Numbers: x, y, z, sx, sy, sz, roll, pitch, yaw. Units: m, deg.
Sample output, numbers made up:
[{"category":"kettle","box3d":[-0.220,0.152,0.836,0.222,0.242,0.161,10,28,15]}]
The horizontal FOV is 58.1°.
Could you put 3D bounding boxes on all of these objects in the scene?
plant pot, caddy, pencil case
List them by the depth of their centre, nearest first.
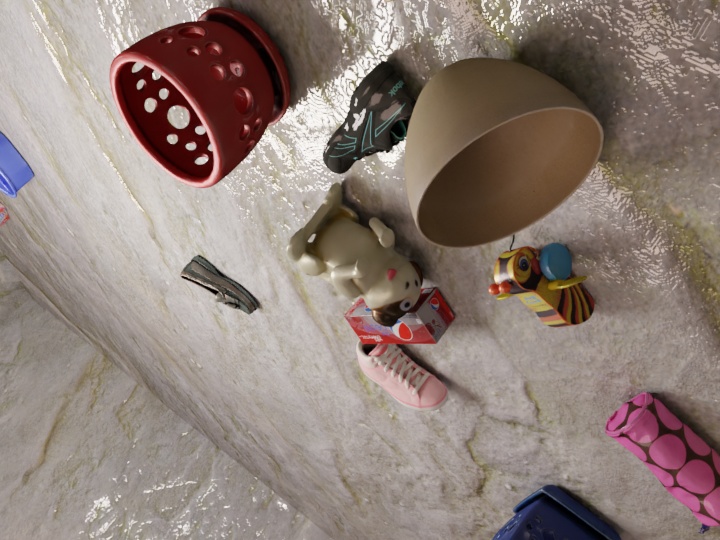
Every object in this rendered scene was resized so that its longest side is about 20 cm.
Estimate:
[{"category":"plant pot","box3d":[0.126,-0.137,0.668,0.201,0.198,0.136,101,152,-56]},{"category":"plant pot","box3d":[-0.206,-0.245,0.886,0.199,0.183,0.202,30,148,21]},{"category":"pencil case","box3d":[0.428,0.259,0.889,0.200,0.091,0.094,45,163,-1]},{"category":"plant pot","box3d":[0.356,0.530,1.213,0.199,0.180,0.201,35,149,13]},{"category":"caddy","box3d":[-1.033,-0.301,1.840,0.140,0.105,0.201,2,131,46]}]

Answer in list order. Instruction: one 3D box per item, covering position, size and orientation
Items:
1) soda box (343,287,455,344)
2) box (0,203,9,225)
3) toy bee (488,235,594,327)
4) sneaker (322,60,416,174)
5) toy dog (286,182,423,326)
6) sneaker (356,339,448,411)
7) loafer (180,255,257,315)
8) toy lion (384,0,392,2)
[{"category":"soda box","box3d":[0.062,0.080,1.101,0.199,0.063,0.070,-7,124,53]},{"category":"box","box3d":[-1.374,-0.237,2.318,0.199,0.103,0.095,38,150,4]},{"category":"toy bee","box3d":[0.204,0.010,0.809,0.199,0.109,0.131,40,151,4]},{"category":"sneaker","box3d":[0.010,-0.174,0.834,0.079,0.076,0.200,39,150,-1]},{"category":"toy dog","box3d":[0.000,0.000,1.004,0.199,0.140,0.195,33,149,11]},{"category":"sneaker","box3d":[0.070,0.186,1.212,0.199,0.075,0.105,25,151,34]},{"category":"loafer","box3d":[-0.333,0.048,1.515,0.199,0.063,0.072,36,149,11]},{"category":"toy lion","box3d":[0.066,-0.300,0.541,0.198,0.192,0.069,-29,113,16]}]
